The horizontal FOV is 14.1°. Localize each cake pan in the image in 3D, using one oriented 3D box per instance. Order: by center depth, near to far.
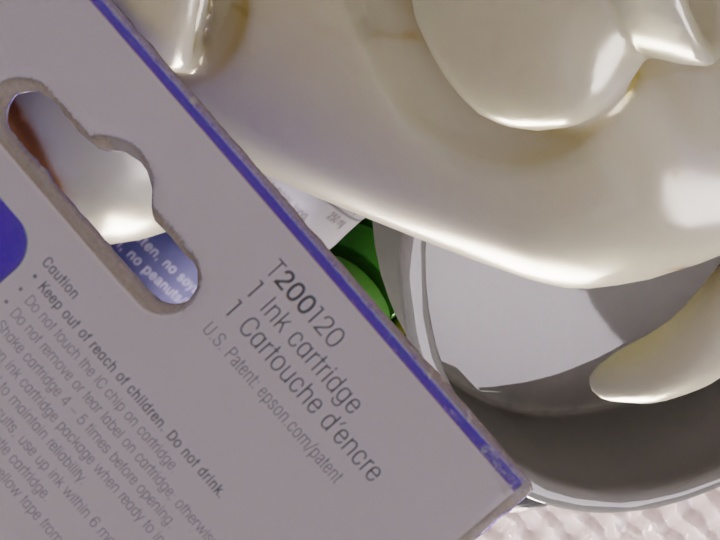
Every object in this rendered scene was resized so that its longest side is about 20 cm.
[{"bbox_3d":[0.084,-0.035,0.747,0.200,0.037,0.201,-18,123,-29],"label":"cake pan"}]

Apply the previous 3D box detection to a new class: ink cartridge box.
[{"bbox_3d":[-0.103,0.034,0.572,0.200,0.198,0.043,-41,180,3],"label":"ink cartridge box"}]

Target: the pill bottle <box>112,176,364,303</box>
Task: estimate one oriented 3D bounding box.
[{"bbox_3d":[-0.039,-0.053,0.781,0.200,0.111,0.111,-42,175,7],"label":"pill bottle"}]

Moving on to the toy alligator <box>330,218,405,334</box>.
[{"bbox_3d":[0.000,0.000,0.857,0.200,0.059,0.054,-47,-170,-28],"label":"toy alligator"}]

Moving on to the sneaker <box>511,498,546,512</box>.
[{"bbox_3d":[0.075,-0.004,0.995,0.201,0.074,0.085,-66,-167,-22],"label":"sneaker"}]

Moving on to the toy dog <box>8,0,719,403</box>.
[{"bbox_3d":[-0.007,-0.064,0.615,0.199,0.194,0.140,-4,-142,24],"label":"toy dog"}]
